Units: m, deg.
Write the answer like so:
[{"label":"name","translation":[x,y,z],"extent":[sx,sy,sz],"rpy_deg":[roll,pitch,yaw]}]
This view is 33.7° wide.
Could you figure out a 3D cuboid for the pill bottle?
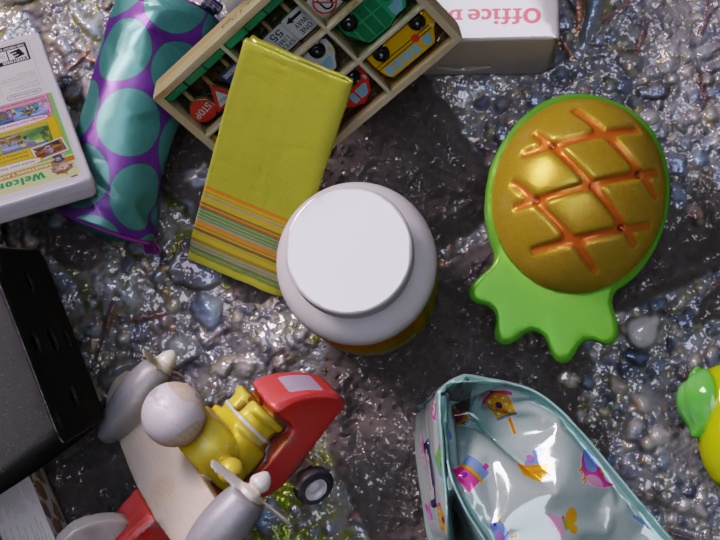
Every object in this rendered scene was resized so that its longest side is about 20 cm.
[{"label":"pill bottle","translation":[0.000,0.000,0.843],"extent":[0.110,0.200,0.112],"rpy_deg":[-1,82,4]}]

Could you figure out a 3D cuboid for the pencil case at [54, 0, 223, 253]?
[{"label":"pencil case","translation":[-0.172,-0.121,0.930],"extent":[0.092,0.085,0.201],"rpy_deg":[21,83,-38]}]

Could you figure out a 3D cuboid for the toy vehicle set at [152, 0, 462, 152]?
[{"label":"toy vehicle set","translation":[-0.040,-0.153,0.871],"extent":[0.200,0.027,0.124],"rpy_deg":[-37,121,23]}]

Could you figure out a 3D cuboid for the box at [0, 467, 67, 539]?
[{"label":"box","translation":[-0.239,0.227,0.911],"extent":[0.041,0.039,0.201],"rpy_deg":[-27,81,2]}]

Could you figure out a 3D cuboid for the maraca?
[{"label":"maraca","translation":[0.155,-0.034,0.883],"extent":[0.136,0.107,0.201],"rpy_deg":[17,84,5]}]

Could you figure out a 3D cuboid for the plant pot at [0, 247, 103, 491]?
[{"label":"plant pot","translation":[-0.290,0.080,0.810],"extent":[0.177,0.200,0.201],"rpy_deg":[-20,90,0]}]

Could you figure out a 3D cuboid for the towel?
[{"label":"towel","translation":[-0.070,-0.073,0.889],"extent":[0.086,0.018,0.201],"rpy_deg":[22,125,3]}]

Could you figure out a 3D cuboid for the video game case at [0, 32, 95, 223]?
[{"label":"video game case","translation":[-0.315,-0.092,0.883],"extent":[0.199,0.022,0.182],"rpy_deg":[-18,51,-13]}]

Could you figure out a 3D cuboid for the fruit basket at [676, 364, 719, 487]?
[{"label":"fruit basket","translation":[0.321,0.146,0.837],"extent":[0.214,0.155,0.217],"rpy_deg":[-1,94,-9]}]

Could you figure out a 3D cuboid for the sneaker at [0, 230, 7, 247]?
[{"label":"sneaker","translation":[-0.291,-0.014,0.933],"extent":[0.114,0.073,0.202],"rpy_deg":[5,94,7]}]

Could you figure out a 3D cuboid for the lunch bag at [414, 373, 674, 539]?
[{"label":"lunch bag","translation":[0.110,0.163,0.827],"extent":[0.122,0.170,0.200],"rpy_deg":[-41,81,-10]}]

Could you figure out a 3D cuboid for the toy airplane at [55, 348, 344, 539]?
[{"label":"toy airplane","translation":[-0.128,0.140,0.841],"extent":[0.199,0.142,0.200],"rpy_deg":[0,41,21]}]

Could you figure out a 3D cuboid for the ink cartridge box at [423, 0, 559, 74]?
[{"label":"ink cartridge box","translation":[0.082,-0.262,0.930],"extent":[0.144,0.084,0.201],"rpy_deg":[-1,83,5]}]

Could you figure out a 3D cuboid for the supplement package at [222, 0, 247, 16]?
[{"label":"supplement package","translation":[-0.077,-0.294,0.900],"extent":[0.113,0.110,0.201],"rpy_deg":[-20,58,1]}]
